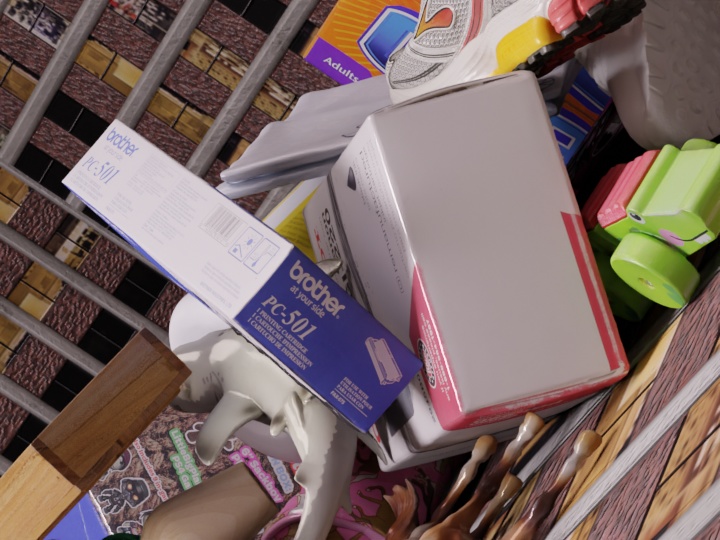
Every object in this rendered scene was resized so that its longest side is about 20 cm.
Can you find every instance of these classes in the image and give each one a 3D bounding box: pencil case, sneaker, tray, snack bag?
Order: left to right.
[{"bbox_3d":[-0.162,0.114,1.309,0.200,0.037,0.099,-45,2,45],"label":"tray"},{"bbox_3d":[0.012,0.104,1.437,0.200,0.083,0.087,-61,-18,-52],"label":"pencil case"},{"bbox_3d":[0.033,-0.091,1.407,0.188,0.021,0.200,-14,13,17],"label":"snack bag"},{"bbox_3d":[0.063,-0.126,1.247,0.078,0.082,0.200,-25,-3,-27],"label":"sneaker"},{"bbox_3d":[0.135,-0.113,1.286,0.080,0.076,0.200,-35,29,29],"label":"sneaker"}]

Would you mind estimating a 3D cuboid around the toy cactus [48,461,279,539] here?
[{"bbox_3d":[-0.109,0.162,1.308,0.165,0.102,0.200,-37,-1,-1],"label":"toy cactus"}]

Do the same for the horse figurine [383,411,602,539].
[{"bbox_3d":[0.036,0.126,1.177,0.133,0.050,0.200,-51,4,-17],"label":"horse figurine"}]

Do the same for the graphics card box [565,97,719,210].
[{"bbox_3d":[0.142,-0.057,1.384,0.200,0.051,0.125,-55,3,3],"label":"graphics card box"}]

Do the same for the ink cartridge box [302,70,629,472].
[{"bbox_3d":[0.043,0.006,1.252,0.085,0.146,0.200,-16,-8,-11],"label":"ink cartridge box"}]

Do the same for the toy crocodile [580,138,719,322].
[{"bbox_3d":[0.125,-0.023,1.192,0.068,0.062,0.200,-57,4,-10],"label":"toy crocodile"}]

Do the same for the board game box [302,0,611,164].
[{"bbox_3d":[0.123,-0.185,1.586,0.200,0.200,0.200,-59,4,-38],"label":"board game box"}]

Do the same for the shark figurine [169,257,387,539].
[{"bbox_3d":[-0.019,0.086,1.255,0.128,0.089,0.215,-41,35,12],"label":"shark figurine"}]

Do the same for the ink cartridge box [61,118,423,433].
[{"bbox_3d":[-0.057,-0.001,1.227,0.044,0.094,0.200,-49,34,-3],"label":"ink cartridge box"}]

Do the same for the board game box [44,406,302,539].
[{"bbox_3d":[-0.087,0.137,1.641,0.200,0.097,0.159,-22,-12,-25],"label":"board game box"}]

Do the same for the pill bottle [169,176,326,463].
[{"bbox_3d":[0.000,0.000,1.417,0.200,0.112,0.112,-45,-2,-29],"label":"pill bottle"}]
